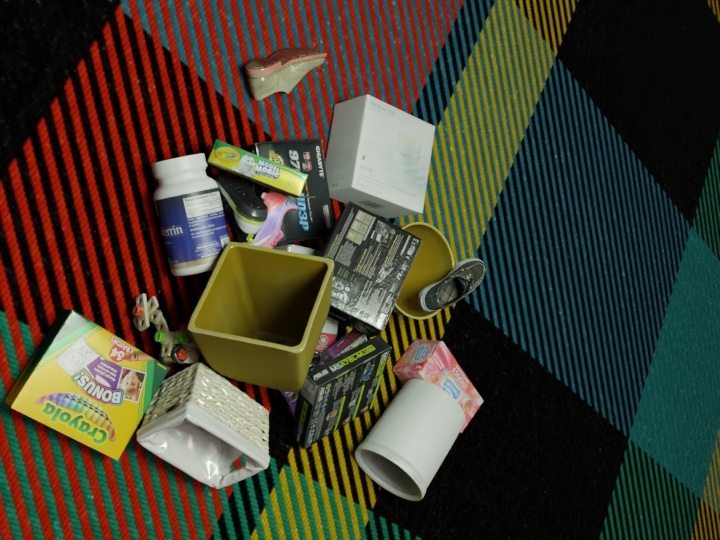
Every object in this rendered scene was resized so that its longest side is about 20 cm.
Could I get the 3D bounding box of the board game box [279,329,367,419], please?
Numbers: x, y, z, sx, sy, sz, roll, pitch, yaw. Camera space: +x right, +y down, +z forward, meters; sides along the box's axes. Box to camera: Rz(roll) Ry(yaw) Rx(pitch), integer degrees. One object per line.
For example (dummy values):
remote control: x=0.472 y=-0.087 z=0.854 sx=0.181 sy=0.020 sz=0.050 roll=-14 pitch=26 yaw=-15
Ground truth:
board game box: x=-0.066 y=0.204 z=1.484 sx=0.200 sy=0.032 sz=0.120 roll=-38 pitch=154 yaw=-16

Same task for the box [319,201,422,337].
box: x=0.000 y=0.000 z=1.427 sx=0.163 sy=0.086 sz=0.201 roll=26 pitch=72 yaw=-7

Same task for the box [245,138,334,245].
box: x=-0.138 y=-0.157 z=1.495 sx=0.158 sy=0.046 sz=0.201 roll=-11 pitch=95 yaw=-37

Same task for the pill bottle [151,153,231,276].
pill bottle: x=-0.298 y=-0.099 z=1.323 sx=0.115 sy=0.115 sz=0.201 roll=-18 pitch=99 yaw=-37

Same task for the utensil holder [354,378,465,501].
utensil holder: x=0.111 y=0.359 z=1.605 sx=0.200 sy=0.169 sz=0.170 roll=-50 pitch=117 yaw=-30

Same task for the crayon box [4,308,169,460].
crayon box: x=-0.444 y=0.188 z=1.235 sx=0.200 sy=0.058 sz=0.173 roll=39 pitch=66 yaw=-32

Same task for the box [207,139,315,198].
box: x=-0.176 y=-0.179 z=1.372 sx=0.199 sy=0.117 sz=0.049 roll=22 pitch=91 yaw=-12

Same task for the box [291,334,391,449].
box: x=-0.039 y=0.243 z=1.495 sx=0.193 sy=0.047 sz=0.201 roll=-27 pitch=145 yaw=-37

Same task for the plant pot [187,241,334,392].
plant pot: x=-0.157 y=0.100 z=1.292 sx=0.201 sy=0.193 sz=0.196 roll=89 pitch=15 yaw=-50

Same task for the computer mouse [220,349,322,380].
computer mouse: x=-0.170 y=0.171 z=1.416 sx=0.199 sy=0.034 sz=0.059 roll=-5 pitch=110 yaw=-5

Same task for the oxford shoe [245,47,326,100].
oxford shoe: x=-0.147 y=-0.395 z=1.496 sx=0.199 sy=0.071 sz=0.074 roll=-29 pitch=131 yaw=-36

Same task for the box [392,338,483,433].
box: x=0.176 y=0.261 z=1.703 sx=0.103 sy=0.094 sz=0.200 roll=-48 pitch=116 yaw=-28

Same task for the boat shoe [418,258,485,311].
boat shoe: x=0.206 y=0.032 z=1.576 sx=0.200 sy=0.056 sz=0.069 roll=-31 pitch=107 yaw=-35

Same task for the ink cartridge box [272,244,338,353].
ink cartridge box: x=-0.117 y=0.060 z=1.483 sx=0.145 sy=0.083 sz=0.201 roll=12 pitch=82 yaw=-37

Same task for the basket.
basket: x=-0.264 y=0.268 z=1.303 sx=0.200 sy=0.135 sz=0.124 roll=43 pitch=31 yaw=-34

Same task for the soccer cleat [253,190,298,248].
soccer cleat: x=-0.189 y=-0.052 z=1.409 sx=0.076 sy=0.067 sz=0.201 roll=25 pitch=91 yaw=-11

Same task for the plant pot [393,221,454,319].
plant pot: x=0.083 y=0.001 z=1.606 sx=0.199 sy=0.142 sz=0.202 roll=1 pitch=89 yaw=-38

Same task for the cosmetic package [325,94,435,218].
cosmetic package: x=0.039 y=-0.236 z=1.591 sx=0.199 sy=0.123 sz=0.201 roll=15 pitch=78 yaw=-37

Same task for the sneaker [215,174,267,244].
sneaker: x=-0.226 y=-0.110 z=1.355 sx=0.071 sy=0.200 sz=0.083 roll=10 pitch=113 yaw=-27

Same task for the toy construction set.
toy construction set: x=-0.303 y=0.104 z=1.324 sx=0.199 sy=0.092 sz=0.132 roll=13 pitch=71 yaw=-37
